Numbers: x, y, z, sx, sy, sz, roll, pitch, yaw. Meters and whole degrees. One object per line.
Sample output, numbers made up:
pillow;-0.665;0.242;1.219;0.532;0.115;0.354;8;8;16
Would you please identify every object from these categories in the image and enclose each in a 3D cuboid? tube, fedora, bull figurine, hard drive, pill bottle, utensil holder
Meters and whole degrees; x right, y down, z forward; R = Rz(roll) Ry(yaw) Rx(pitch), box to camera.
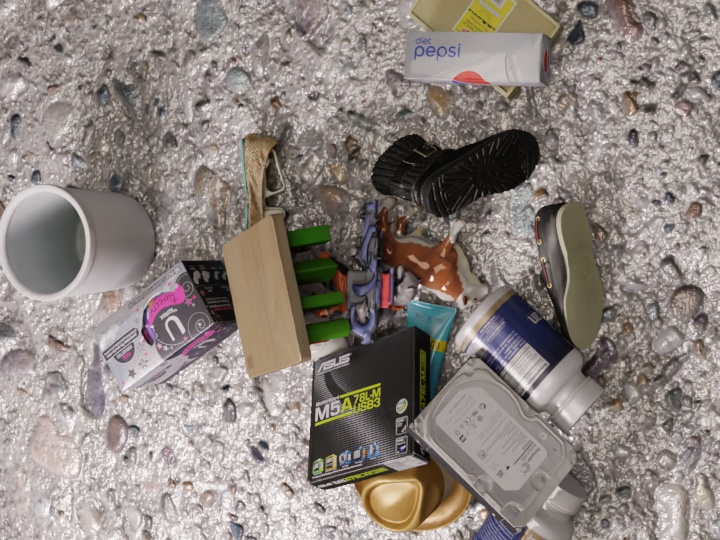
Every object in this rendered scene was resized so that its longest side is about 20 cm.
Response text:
tube;0.087;0.148;1.638;0.076;0.050;0.204;11;93;17
fedora;0.061;0.311;1.601;0.197;0.082;0.204;11;120;20
bull figurine;0.099;-0.024;1.615;0.197;0.065;0.123;19;95;18
hard drive;0.177;0.229;1.485;0.200;0.038;0.140;44;72;7
pill bottle;0.236;0.126;1.544;0.200;0.111;0.111;44;105;13
utensil holder;-0.435;-0.045;1.744;0.167;0.200;0.173;1;92;21
pill bottle;0.227;0.369;1.556;0.110;0.111;0.202;36;104;16

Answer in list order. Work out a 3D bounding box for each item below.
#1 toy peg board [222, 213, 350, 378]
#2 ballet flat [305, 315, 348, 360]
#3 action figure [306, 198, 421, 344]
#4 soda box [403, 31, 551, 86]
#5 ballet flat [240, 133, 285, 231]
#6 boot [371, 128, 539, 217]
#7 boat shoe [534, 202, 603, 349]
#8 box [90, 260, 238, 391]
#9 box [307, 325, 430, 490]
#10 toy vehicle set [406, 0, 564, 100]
toy peg board;-0.102;0.035;1.593;0.199;0.096;0.204;-24;76;61
ballet flat;-0.105;0.071;1.695;0.200;0.069;0.070;44;106;14
action figure;0.000;0.000;1.611;0.191;0.104;0.204;9;89;27
soda box;0.162;-0.293;1.552;0.197;0.063;0.070;6;95;21
ballet flat;-0.146;-0.108;1.706;0.064;0.071;0.204;-2;95;6
boot;0.132;-0.154;1.587;0.157;0.209;0.081;30;138;56
boat shoe;0.287;0.007;1.549;0.063;0.073;0.205;1;104;55
box;-0.291;0.086;1.730;0.199;0.132;0.116;-36;78;18
box;0.012;0.198;1.596;0.198;0.047;0.196;-21;55;35
toy vehicle set;0.176;-0.356;1.593;0.200;0.026;0.125;43;106;14
